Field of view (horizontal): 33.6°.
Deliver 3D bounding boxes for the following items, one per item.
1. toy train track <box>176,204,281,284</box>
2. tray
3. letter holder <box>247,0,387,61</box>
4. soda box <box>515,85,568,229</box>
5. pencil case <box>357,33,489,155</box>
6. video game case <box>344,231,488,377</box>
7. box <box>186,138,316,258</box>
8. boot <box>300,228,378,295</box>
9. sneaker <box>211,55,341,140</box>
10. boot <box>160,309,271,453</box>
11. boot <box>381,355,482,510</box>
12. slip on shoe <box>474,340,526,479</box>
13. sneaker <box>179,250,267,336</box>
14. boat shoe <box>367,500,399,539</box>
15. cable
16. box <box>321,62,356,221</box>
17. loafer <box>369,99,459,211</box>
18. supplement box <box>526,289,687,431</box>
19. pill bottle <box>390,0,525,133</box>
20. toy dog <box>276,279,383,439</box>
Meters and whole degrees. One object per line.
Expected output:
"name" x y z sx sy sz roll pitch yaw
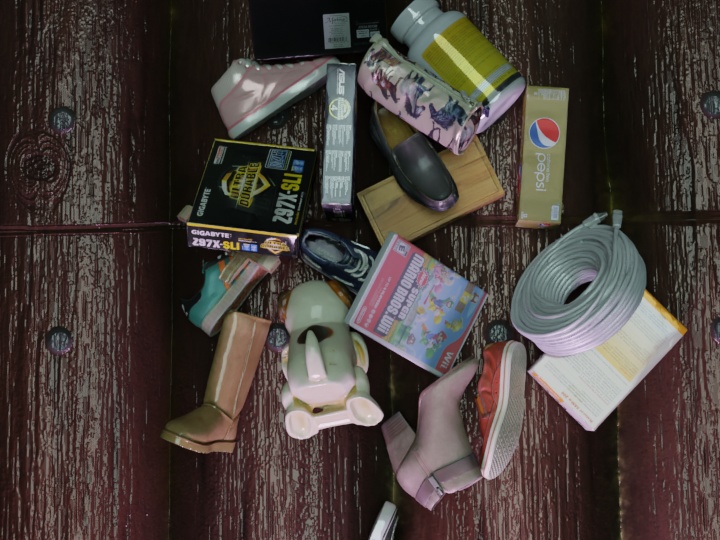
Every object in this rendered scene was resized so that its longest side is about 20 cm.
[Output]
"toy train track" -0.197 -0.052 1.733 0.199 0.033 0.115 28 71 33
"tray" 0.104 -0.112 1.770 0.198 0.037 0.099 -26 83 0
"letter holder" -0.064 -0.388 1.783 0.198 0.142 0.102 -5 116 -1
"soda box" 0.266 -0.165 1.752 0.063 0.068 0.203 5 85 3
"pencil case" 0.084 -0.252 1.692 0.199 0.078 0.090 36 127 15
"video game case" 0.083 0.053 1.703 0.199 0.017 0.144 31 84 -33
"box" -0.152 -0.106 1.716 0.158 0.050 0.201 8 42 2
"boot" 0.000 0.000 1.733 0.198 0.090 0.073 22 85 2
"sneaker" -0.133 -0.290 1.778 0.199 0.075 0.105 -32 89 3
"boot" -0.205 0.153 1.695 0.066 0.175 0.202 16 88 19
"boot" 0.127 0.238 1.706 0.200 0.070 0.147 -41 71 15
"slip on shoe" 0.196 0.200 1.725 0.061 0.074 0.202 6 90 37
"sneaker" -0.187 -0.004 1.754 0.080 0.071 0.201 37 82 11
"boat shoe" 0.030 0.432 1.704 0.063 0.071 0.202 16 93 5
"cable" 0.305 0.027 1.676 0.199 0.201 0.069 -30 123 26
"box" -0.030 -0.181 1.720 0.048 0.161 0.203 1 83 3
"loafer" 0.071 -0.169 1.727 0.073 0.072 0.200 -36 63 -7
"supplement box" 0.353 0.116 1.716 0.126 0.074 0.200 45 87 6
"pill bottle" 0.139 -0.307 1.750 0.112 0.112 0.200 -42 84 -2
"toy dog" -0.064 0.109 1.688 0.138 0.194 0.202 -18 50 14
